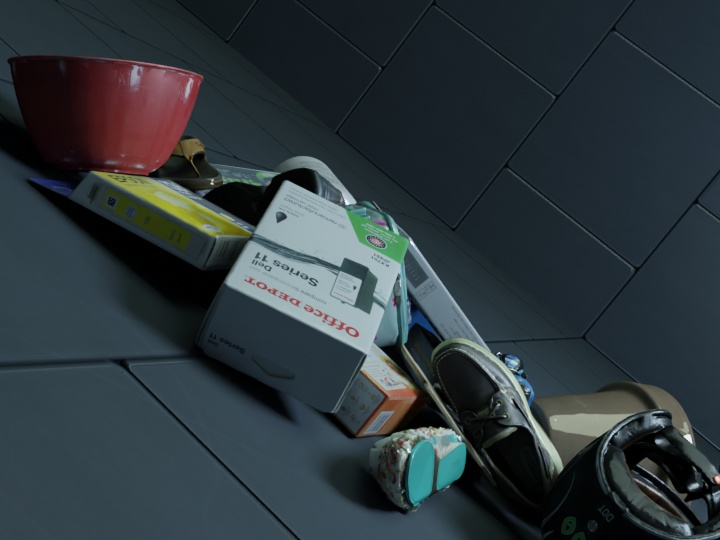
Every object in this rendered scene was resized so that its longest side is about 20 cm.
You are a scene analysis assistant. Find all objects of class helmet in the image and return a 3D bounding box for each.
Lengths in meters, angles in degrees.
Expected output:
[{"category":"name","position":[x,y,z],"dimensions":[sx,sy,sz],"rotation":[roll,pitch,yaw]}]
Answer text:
[{"category":"helmet","position":[0.275,0.253,1.085],"dimensions":[0.199,0.191,0.200],"rotation":[7,44,-7]}]

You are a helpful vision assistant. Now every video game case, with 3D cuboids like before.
[{"category":"video game case","position":[-0.138,-0.100,1.454],"dimensions":[0.199,0.023,0.182],"rotation":[5,20,-25]}]

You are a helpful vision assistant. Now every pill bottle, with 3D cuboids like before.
[{"category":"pill bottle","position":[-0.062,-0.081,1.614],"dimensions":[0.114,0.114,0.200],"rotation":[32,12,-32]}]

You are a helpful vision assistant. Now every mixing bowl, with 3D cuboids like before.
[{"category":"mixing bowl","position":[-0.265,-0.155,1.145],"dimensions":[0.199,0.109,0.200],"rotation":[3,3,0]}]

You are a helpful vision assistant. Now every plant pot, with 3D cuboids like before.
[{"category":"plant pot","position":[0.252,0.218,1.261],"dimensions":[0.174,0.201,0.200],"rotation":[12,21,-24]}]

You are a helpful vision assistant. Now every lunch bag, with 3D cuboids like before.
[{"category":"lunch bag","position":[0.000,0.000,1.285],"dimensions":[0.077,0.161,0.200],"rotation":[-6,12,-14]}]

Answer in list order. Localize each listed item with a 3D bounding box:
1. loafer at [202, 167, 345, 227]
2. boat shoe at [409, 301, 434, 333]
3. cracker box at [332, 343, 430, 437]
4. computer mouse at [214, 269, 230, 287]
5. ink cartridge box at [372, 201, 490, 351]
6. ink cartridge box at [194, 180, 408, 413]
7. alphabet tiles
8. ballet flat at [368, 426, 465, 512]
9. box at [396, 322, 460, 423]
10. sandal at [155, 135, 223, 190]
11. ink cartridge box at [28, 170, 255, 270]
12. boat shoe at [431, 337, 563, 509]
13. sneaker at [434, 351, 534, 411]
[{"category":"loafer","position":[-0.109,-0.063,1.258],"dimensions":[0.199,0.073,0.072],"rotation":[-7,-17,33]},{"category":"boat shoe","position":[0.055,0.036,1.584],"dimensions":[0.200,0.084,0.069],"rotation":[30,23,-48]},{"category":"cracker box","position":[-0.034,0.084,1.138],"dimensions":[0.200,0.058,0.134],"rotation":[43,10,20]},{"category":"computer mouse","position":[-0.120,0.016,1.240],"dimensions":[0.058,0.034,0.200],"rotation":[29,2,12]},{"category":"ink cartridge box","position":[0.076,0.016,1.434],"dimensions":[0.200,0.044,0.174],"rotation":[53,-2,-25]},{"category":"ink cartridge box","position":[-0.049,0.020,1.040],"dimensions":[0.146,0.083,0.200],"rotation":[26,35,-3]},{"category":"alphabet tiles","position":[0.094,0.155,1.214],"dimensions":[0.167,0.006,0.200],"rotation":[55,0,-2]},{"category":"ballet flat","position":[0.044,0.178,1.012],"dimensions":[0.064,0.076,0.200],"rotation":[9,-5,20]},{"category":"box","position":[0.154,0.165,1.458],"dimensions":[0.200,0.048,0.158],"rotation":[34,11,-24]},{"category":"sandal","position":[-0.222,-0.146,1.404],"dimensions":[0.081,0.055,0.200],"rotation":[-8,26,-8]},{"category":"ink cartridge box","position":[-0.204,-0.063,1.134],"dimensions":[0.200,0.047,0.198],"rotation":[30,9,10]},{"category":"boat shoe","position":[0.143,0.157,1.136],"dimensions":[0.200,0.073,0.065],"rotation":[51,18,-7]},{"category":"sneaker","position":[0.150,0.124,1.257],"dimensions":[0.078,0.090,0.200],"rotation":[49,-12,-7]}]
